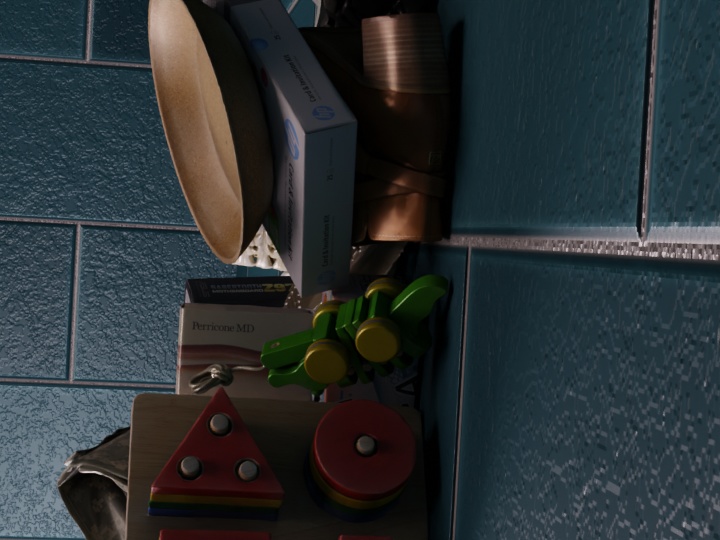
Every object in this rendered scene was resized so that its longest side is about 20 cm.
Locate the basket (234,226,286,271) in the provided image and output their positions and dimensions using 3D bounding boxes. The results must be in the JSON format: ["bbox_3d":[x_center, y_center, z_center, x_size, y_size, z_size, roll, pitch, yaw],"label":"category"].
[{"bbox_3d":[-0.066,-0.108,1.486,0.136,0.123,0.200,104,166,-57],"label":"basket"}]

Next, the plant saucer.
[{"bbox_3d":[-0.101,-0.105,1.082,0.200,0.035,0.200,165,90,-73],"label":"plant saucer"}]

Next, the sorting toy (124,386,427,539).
[{"bbox_3d":[-0.051,0.165,1.002,0.070,0.200,0.199,108,163,-57],"label":"sorting toy"}]

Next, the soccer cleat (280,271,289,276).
[{"bbox_3d":[-0.061,0.036,1.587,0.200,0.070,0.086,-112,25,-72],"label":"soccer cleat"}]

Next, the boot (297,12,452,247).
[{"bbox_3d":[0.000,-0.095,1.088,0.200,0.077,0.155,4,98,53],"label":"boot"}]

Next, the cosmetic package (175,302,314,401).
[{"bbox_3d":[-0.088,0.126,1.140,0.087,0.103,0.200,-171,83,-85],"label":"cosmetic package"}]

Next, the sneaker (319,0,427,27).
[{"bbox_3d":[0.008,-0.198,1.173,0.079,0.075,0.200,-54,1,-40],"label":"sneaker"}]

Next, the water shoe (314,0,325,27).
[{"bbox_3d":[-0.013,-0.178,1.322,0.079,0.071,0.200,168,104,-80],"label":"water shoe"}]

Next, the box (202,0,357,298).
[{"bbox_3d":[-0.060,-0.104,1.083,0.156,0.041,0.200,94,153,-47],"label":"box"}]

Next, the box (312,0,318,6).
[{"bbox_3d":[-0.069,-0.311,1.433,0.200,0.041,0.119,50,-178,-14],"label":"box"}]

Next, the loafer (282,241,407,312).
[{"bbox_3d":[0.000,0.000,1.198,0.200,0.068,0.076,126,147,-46],"label":"loafer"}]

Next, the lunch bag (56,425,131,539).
[{"bbox_3d":[-0.145,0.206,1.318,0.118,0.200,0.164,-48,-8,25],"label":"lunch bag"}]

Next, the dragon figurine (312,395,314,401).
[{"bbox_3d":[-0.044,0.113,1.251,0.200,0.059,0.099,51,178,16],"label":"dragon figurine"}]

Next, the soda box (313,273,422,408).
[{"bbox_3d":[0.001,0.105,1.127,0.064,0.068,0.200,-113,26,-71],"label":"soda box"}]

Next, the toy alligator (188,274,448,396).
[{"bbox_3d":[-0.020,0.059,1.048,0.054,0.200,0.059,56,-157,-24],"label":"toy alligator"}]

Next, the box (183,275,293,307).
[{"bbox_3d":[-0.087,0.103,1.430,0.051,0.158,0.200,-117,29,-59],"label":"box"}]
